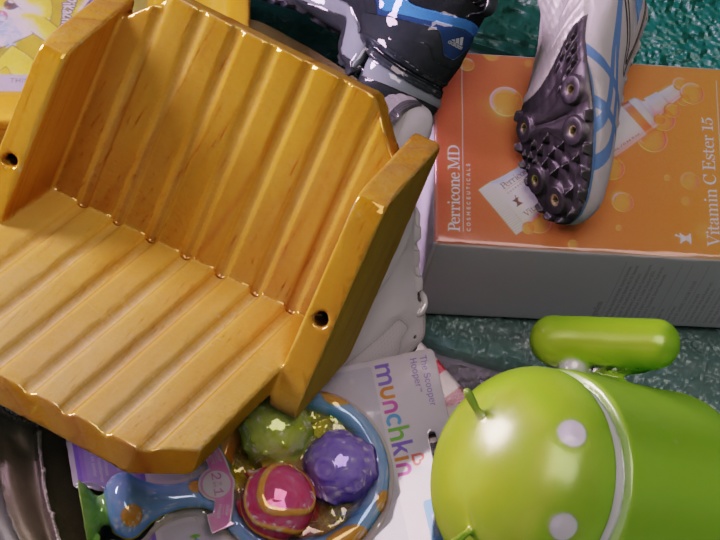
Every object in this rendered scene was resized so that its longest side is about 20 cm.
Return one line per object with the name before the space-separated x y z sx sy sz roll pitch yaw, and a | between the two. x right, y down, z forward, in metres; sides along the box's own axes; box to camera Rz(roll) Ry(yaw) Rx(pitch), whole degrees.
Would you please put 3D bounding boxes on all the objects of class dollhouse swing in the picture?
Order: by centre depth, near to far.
dollhouse swing | -0.102 -0.025 1.224 0.200 0.176 0.182 27 106 13

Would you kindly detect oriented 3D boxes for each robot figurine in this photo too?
robot figurine | 0.119 0.112 1.256 0.200 0.116 0.176 13 76 -41

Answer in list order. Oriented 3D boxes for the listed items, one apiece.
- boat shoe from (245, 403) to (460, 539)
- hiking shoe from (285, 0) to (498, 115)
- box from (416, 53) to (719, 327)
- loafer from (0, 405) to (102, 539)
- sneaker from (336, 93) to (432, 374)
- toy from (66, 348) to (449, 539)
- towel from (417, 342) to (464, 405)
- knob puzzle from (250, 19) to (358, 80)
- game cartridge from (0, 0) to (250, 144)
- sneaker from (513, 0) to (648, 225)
boat shoe | 0.026 0.128 1.323 0.200 0.075 0.093 -10 74 -2
hiking shoe | 0.007 -0.169 1.401 0.087 0.074 0.200 -51 52 14
box | 0.133 -0.045 1.415 0.200 0.097 0.124 3 65 -6
loafer | -0.168 0.095 1.321 0.070 0.075 0.200 -22 70 3
sneaker | 0.000 0.000 1.343 0.087 0.075 0.200 17 104 -18
toy | -0.049 0.105 1.269 0.200 0.047 0.115 -12 69 -1
towel | -0.038 0.063 1.388 0.144 0.023 0.200 -37 75 -20
knob puzzle | -0.086 -0.067 1.418 0.220 0.030 0.220 4 61 -7
game cartridge | -0.163 -0.140 1.408 0.200 0.032 0.176 0 51 -2
sneaker | 0.129 -0.119 1.361 0.072 0.072 0.200 15 68 -29
